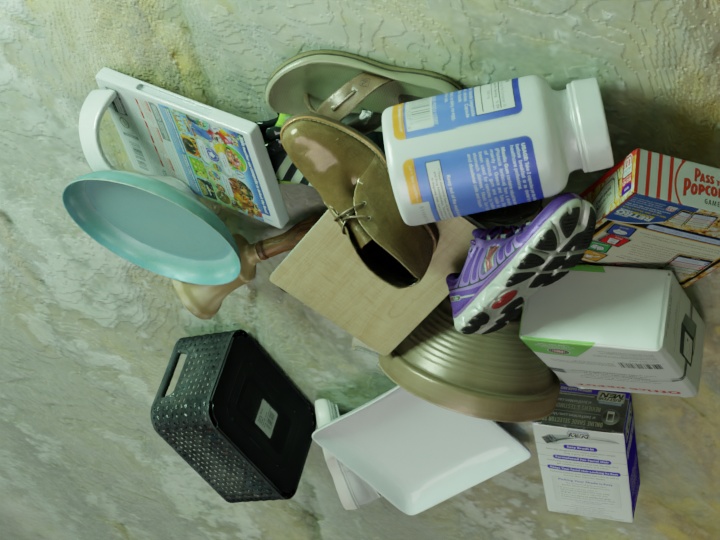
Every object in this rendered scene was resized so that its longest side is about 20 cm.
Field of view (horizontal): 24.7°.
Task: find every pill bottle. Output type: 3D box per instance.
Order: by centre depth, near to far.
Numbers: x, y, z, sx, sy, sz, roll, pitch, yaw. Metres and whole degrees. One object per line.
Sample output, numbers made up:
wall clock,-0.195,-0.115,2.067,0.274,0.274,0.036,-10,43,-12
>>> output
pill bottle,0.126,-0.114,1.497,0.198,0.113,0.113,-11,139,8

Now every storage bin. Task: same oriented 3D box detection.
storage bin,-0.152,0.181,2.013,0.093,0.136,0.200,-9,137,33

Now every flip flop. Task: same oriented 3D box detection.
flip flop,0.003,-0.157,1.561,0.198,0.058,0.081,11,145,9

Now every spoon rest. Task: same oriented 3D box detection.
spoon rest,-0.227,-0.093,1.694,0.099,0.061,0.201,5,139,47

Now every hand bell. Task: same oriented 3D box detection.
hand bell,-0.099,-0.025,1.782,0.198,0.105,0.104,-19,133,23

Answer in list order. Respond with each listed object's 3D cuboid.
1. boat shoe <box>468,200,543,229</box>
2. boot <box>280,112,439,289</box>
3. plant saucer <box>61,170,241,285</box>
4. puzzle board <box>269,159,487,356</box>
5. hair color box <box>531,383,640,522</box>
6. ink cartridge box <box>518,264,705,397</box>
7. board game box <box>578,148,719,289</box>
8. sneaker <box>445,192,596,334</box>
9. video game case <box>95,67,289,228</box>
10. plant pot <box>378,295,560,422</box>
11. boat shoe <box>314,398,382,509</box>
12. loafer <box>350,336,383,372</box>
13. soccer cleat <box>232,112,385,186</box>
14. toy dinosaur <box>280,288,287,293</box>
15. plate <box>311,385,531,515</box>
boat shoe,0.091,-0.047,1.659,0.198,0.076,0.074,1,145,24
boot,-0.002,-0.065,1.546,0.073,0.076,0.200,-32,114,34
plant saucer,-0.210,-0.048,1.686,0.198,0.028,0.201,19,157,8
puzzle board,0.022,-0.013,1.639,0.150,0.017,0.200,34,127,-13
hair color box,0.269,0.216,1.945,0.108,0.065,0.201,6,145,17
ink cartridge box,0.259,0.062,1.666,0.144,0.085,0.200,4,165,23
board game box,0.281,-0.043,1.545,0.150,0.047,0.200,13,159,-14
sneaker,0.139,-0.017,1.543,0.080,0.084,0.200,-3,150,-40
video game case,-0.170,-0.124,1.662,0.199,0.018,0.144,23,149,28
plant pot,0.125,0.078,1.754,0.199,0.201,0.094,16,108,3
boat shoe,-0.010,0.231,2.088,0.068,0.072,0.201,-16,129,1
loafer,0.080,0.117,1.871,0.198,0.064,0.072,16,-175,-2
soccer cleat,-0.047,-0.121,1.627,0.198,0.068,0.081,2,141,26
toy dinosaur,0.000,0.000,1.779,0.198,0.077,0.103,12,127,30
plate,0.074,0.204,2.006,0.199,0.033,0.199,-31,125,28
